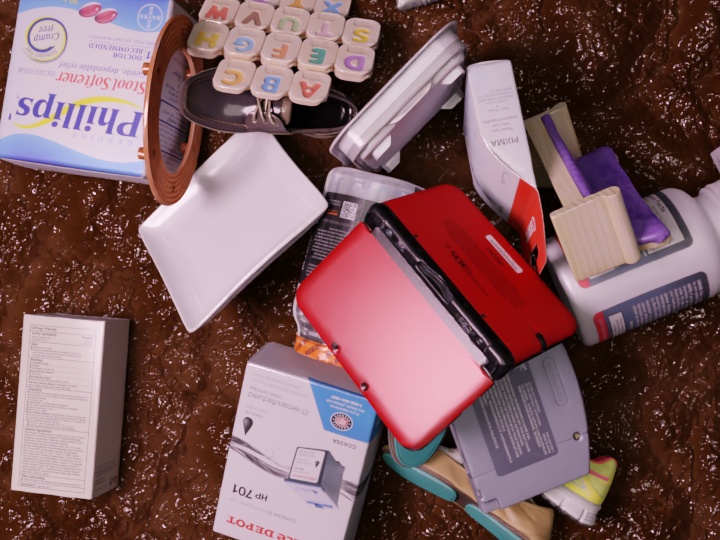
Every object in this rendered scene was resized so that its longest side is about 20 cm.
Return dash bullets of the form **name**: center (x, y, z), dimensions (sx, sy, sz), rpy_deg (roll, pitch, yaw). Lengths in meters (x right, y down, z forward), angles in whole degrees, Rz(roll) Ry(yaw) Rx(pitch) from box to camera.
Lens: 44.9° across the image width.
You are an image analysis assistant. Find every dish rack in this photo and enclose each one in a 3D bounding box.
- **dish rack**: center (0.050, -0.161, 0.888), dimensions (0.172, 0.200, 0.044), rpy_deg (-44, 86, 5)

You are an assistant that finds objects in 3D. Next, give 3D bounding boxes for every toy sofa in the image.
- **toy sofa**: center (0.220, -0.088, 0.853), dimensions (0.097, 0.200, 0.083), rpy_deg (-22, 122, 11)

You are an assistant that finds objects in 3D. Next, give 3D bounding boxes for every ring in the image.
- **ring**: center (-0.201, -0.169, 0.928), dimensions (0.019, 0.200, 0.201), rpy_deg (6, 89, 4)

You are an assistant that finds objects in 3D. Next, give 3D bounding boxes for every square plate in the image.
- **square plate**: center (-0.143, -0.054, 0.961), dimensions (0.198, 0.028, 0.200), rpy_deg (-43, 47, 6)

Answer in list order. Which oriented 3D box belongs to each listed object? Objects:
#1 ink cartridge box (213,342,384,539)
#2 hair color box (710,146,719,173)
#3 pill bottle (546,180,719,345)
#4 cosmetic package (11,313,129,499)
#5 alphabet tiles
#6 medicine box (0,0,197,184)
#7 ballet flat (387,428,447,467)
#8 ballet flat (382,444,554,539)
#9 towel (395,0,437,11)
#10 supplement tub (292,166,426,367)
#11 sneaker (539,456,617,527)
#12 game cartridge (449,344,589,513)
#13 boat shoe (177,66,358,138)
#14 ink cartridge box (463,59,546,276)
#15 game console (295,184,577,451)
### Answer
- **ink cartridge box**: center (-0.061, 0.197, 0.930), dimensions (0.146, 0.086, 0.201), rpy_deg (15, 103, 9)
- **hair color box**: center (0.406, -0.094, 0.825), dimensions (0.065, 0.200, 0.110), rpy_deg (-26, 84, 6)
- **pill bottle**: center (0.298, -0.014, 0.882), dimensions (0.199, 0.120, 0.120), rpy_deg (-23, 85, 8)
- **cosmetic package**: center (-0.333, 0.152, 1.003), dimensions (0.103, 0.073, 0.201), rpy_deg (5, 89, 10)
- **alphabet tiles**: center (-0.080, -0.253, 0.941), dimensions (0.199, 0.015, 0.196), rpy_deg (10, 51, 2)
- **medicine box**: center (-0.294, -0.207, 0.995), dimensions (0.182, 0.103, 0.201), rpy_deg (8, 89, 10)
- **ballet flat**: center (0.066, 0.104, 0.906), dimensions (0.067, 0.064, 0.201), rpy_deg (7, 101, -13)
- **ballet flat**: center (0.118, 0.231, 0.941), dimensions (0.200, 0.069, 0.063), rpy_deg (33, 66, 6)
- **towel**: center (0.104, -0.411, 0.977), dimensions (0.192, 0.035, 0.201), rpy_deg (-17, 88, 11)
- **supplement tub**: center (0.000, 0.000, 0.929), dimensions (0.122, 0.123, 0.201), rpy_deg (15, 90, 10)
- **sneaker**: center (0.183, 0.176, 0.923), dimensions (0.200, 0.078, 0.090), rpy_deg (38, 86, 3)
- **game cartridge**: center (0.147, 0.123, 0.858), dimensions (0.133, 0.042, 0.201), rpy_deg (-20, 94, -9)
- **boat shoe**: center (-0.092, -0.182, 0.932), dimensions (0.199, 0.073, 0.075), rpy_deg (-2, 97, -23)
- **ink cartridge box**: center (0.141, -0.086, 0.875), dimensions (0.047, 0.160, 0.201), rpy_deg (-8, 77, 3)
- **game console**: center (0.070, 0.037, 0.826), dimensions (0.200, 0.172, 0.119), rpy_deg (52, 137, 22)
